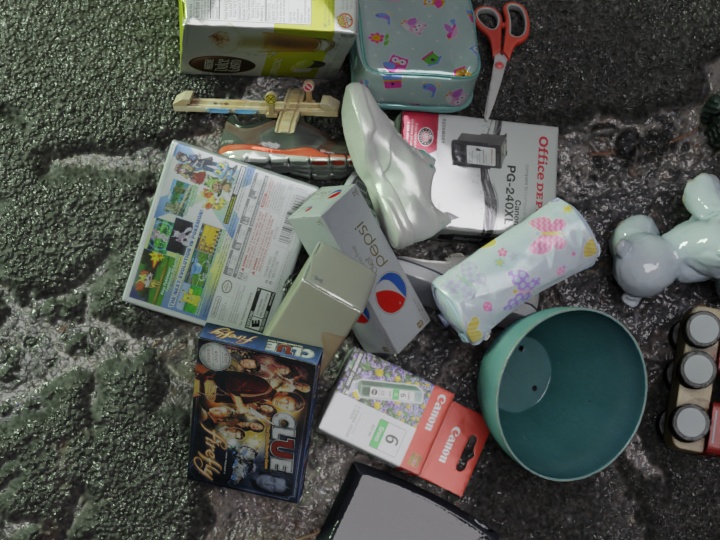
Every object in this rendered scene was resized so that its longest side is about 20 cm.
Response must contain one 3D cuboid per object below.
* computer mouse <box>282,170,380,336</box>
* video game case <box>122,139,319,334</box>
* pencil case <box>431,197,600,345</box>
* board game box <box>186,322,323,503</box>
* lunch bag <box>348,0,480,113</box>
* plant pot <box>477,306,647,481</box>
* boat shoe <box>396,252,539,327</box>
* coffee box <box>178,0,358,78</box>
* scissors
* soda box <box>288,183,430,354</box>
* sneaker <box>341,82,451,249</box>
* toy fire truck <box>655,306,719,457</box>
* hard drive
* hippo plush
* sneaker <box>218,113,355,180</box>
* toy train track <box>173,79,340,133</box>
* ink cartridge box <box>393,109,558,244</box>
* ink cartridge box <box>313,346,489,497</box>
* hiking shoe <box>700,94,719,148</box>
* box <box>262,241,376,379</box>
[{"bbox_3d":[-0.024,-0.028,1.645,0.110,0.044,0.200,34,69,-34],"label":"computer mouse"},{"bbox_3d":[-0.164,-0.032,1.612,0.182,0.022,0.200,18,96,-7],"label":"video game case"},{"bbox_3d":[0.179,0.001,1.585,0.200,0.083,0.091,-35,77,-7],"label":"pencil case"},{"bbox_3d":[-0.120,0.162,1.535,0.135,0.035,0.200,11,121,6],"label":"board game box"},{"bbox_3d":[0.058,-0.282,1.656,0.160,0.077,0.200,0,52,-6],"label":"lunch bag"},{"bbox_3d":[0.216,0.134,1.611,0.200,0.135,0.200,-3,97,-23],"label":"plant pot"},{"bbox_3d":[0.123,0.012,1.659,0.200,0.072,0.066,16,65,-2],"label":"boat shoe"},{"bbox_3d":[-0.114,-0.348,1.603,0.197,0.200,0.200,1,82,-9],"label":"coffee box"},{"bbox_3d":[0.180,-0.261,1.695,0.073,0.014,0.200,2,54,-6],"label":"scissors"},{"bbox_3d":[0.000,0.000,1.595,0.068,0.064,0.200,-44,116,-32],"label":"soda box"},{"bbox_3d":[0.043,-0.130,1.590,0.088,0.075,0.200,-20,88,-14],"label":"sneaker"},{"bbox_3d":[0.477,0.149,1.686,0.200,0.129,0.176,10,80,2],"label":"toy fire truck"},{"bbox_3d":[0.057,0.323,1.613,0.200,0.042,0.135,28,78,-5],"label":"hard drive"},{"bbox_3d":[0.392,-0.005,1.674,0.161,0.200,0.159,-20,122,9],"label":"hippo plush"},{"bbox_3d":[-0.072,-0.159,1.649,0.200,0.077,0.082,3,75,-10],"label":"sneaker"},{"bbox_3d":[-0.125,-0.206,1.638,0.200,0.115,0.033,2,124,5],"label":"toy train track"},{"bbox_3d":[0.137,-0.110,1.671,0.200,0.083,0.145,5,81,-8],"label":"ink cartridge box"},{"bbox_3d":[0.057,0.182,1.630,0.200,0.050,0.109,26,78,-5],"label":"ink cartridge box"},{"bbox_3d":[0.509,-0.138,1.744,0.087,0.074,0.200,-15,84,-11],"label":"hiking shoe"},{"bbox_3d":[-0.067,0.076,1.548,0.078,0.095,0.200,30,122,-5],"label":"box"}]
